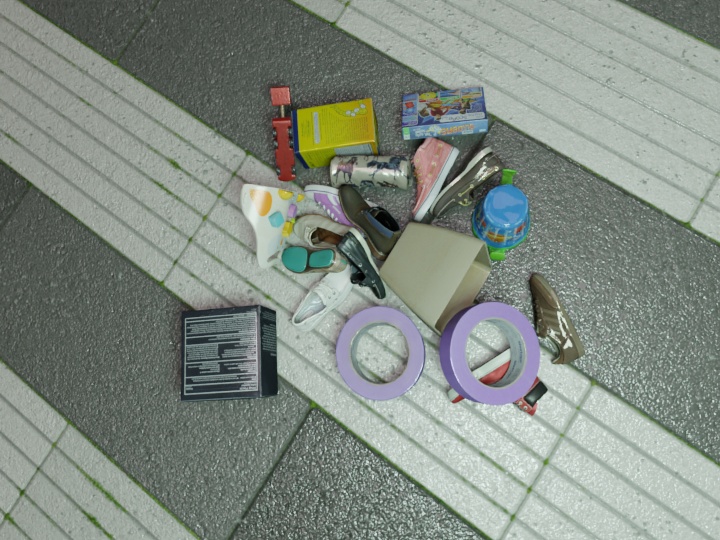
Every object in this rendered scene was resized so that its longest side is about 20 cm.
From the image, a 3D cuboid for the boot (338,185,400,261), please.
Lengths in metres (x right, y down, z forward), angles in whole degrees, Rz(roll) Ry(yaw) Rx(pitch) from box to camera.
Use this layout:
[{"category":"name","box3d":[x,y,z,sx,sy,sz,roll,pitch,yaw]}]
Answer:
[{"category":"boot","box3d":[0.024,-0.129,1.231,0.074,0.097,0.202,-26,74,-31]}]

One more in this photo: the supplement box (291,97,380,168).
[{"category":"supplement box","box3d":[-0.057,-0.328,1.341,0.195,0.109,0.112,-6,79,8]}]

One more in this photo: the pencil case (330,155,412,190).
[{"category":"pencil case","box3d":[0.027,-0.231,1.317,0.195,0.090,0.080,1,70,5]}]

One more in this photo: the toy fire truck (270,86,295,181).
[{"category":"toy fire truck","box3d":[-0.189,-0.337,1.367,0.047,0.142,0.204,-4,118,-4]}]

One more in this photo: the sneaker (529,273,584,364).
[{"category":"sneaker","box3d":[0.407,0.106,1.205,0.074,0.070,0.203,-27,76,4]}]

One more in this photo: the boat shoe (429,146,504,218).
[{"category":"boat shoe","box3d":[0.239,-0.186,1.262,0.060,0.072,0.200,49,114,13]}]

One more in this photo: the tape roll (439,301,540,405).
[{"category":"tape roll","box3d":[0.263,0.169,1.133,0.195,0.066,0.205,2,82,-12]}]

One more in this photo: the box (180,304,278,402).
[{"category":"box","box3d":[-0.300,0.194,1.277,0.195,0.123,0.204,-5,78,10]}]

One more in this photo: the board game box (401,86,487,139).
[{"category":"board game box","box3d":[0.196,-0.373,1.313,0.195,0.035,0.137,-3,49,10]}]

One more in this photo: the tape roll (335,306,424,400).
[{"category":"tape roll","box3d":[0.047,0.186,1.243,0.195,0.085,0.205,-2,79,10]}]

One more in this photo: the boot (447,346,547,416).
[{"category":"boot","box3d":[0.297,0.268,1.196,0.197,0.072,0.146,-30,78,-1]}]

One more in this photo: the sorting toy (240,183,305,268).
[{"category":"sorting toy","box3d":[-0.202,-0.098,1.292,0.104,0.200,0.185,9,97,9]}]

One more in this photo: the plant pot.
[{"category":"plant pot","box3d":[0.155,0.011,1.209,0.175,0.200,0.202,31,85,23]}]

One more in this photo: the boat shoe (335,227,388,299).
[{"category":"boat shoe","box3d":[0.001,0.001,1.238,0.066,0.201,0.074,-38,42,-15]}]

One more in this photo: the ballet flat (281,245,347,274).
[{"category":"ballet flat","box3d":[-0.106,-0.018,1.305,0.197,0.067,0.070,8,82,46]}]

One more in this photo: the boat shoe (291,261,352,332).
[{"category":"boat shoe","box3d":[-0.084,0.060,1.294,0.070,0.069,0.201,38,87,15]}]

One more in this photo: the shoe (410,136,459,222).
[{"category":"shoe","box3d":[0.149,-0.219,1.300,0.090,0.072,0.203,28,80,0]}]

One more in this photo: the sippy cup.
[{"category":"sippy cup","box3d":[0.317,-0.125,1.232,0.137,0.130,0.181,-26,76,3]}]

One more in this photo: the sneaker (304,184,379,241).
[{"category":"sneaker","box3d":[-0.058,-0.129,1.325,0.197,0.073,0.117,20,86,12]}]

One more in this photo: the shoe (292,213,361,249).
[{"category":"shoe","box3d":[-0.088,-0.089,1.297,0.197,0.053,0.072,12,114,33]}]
